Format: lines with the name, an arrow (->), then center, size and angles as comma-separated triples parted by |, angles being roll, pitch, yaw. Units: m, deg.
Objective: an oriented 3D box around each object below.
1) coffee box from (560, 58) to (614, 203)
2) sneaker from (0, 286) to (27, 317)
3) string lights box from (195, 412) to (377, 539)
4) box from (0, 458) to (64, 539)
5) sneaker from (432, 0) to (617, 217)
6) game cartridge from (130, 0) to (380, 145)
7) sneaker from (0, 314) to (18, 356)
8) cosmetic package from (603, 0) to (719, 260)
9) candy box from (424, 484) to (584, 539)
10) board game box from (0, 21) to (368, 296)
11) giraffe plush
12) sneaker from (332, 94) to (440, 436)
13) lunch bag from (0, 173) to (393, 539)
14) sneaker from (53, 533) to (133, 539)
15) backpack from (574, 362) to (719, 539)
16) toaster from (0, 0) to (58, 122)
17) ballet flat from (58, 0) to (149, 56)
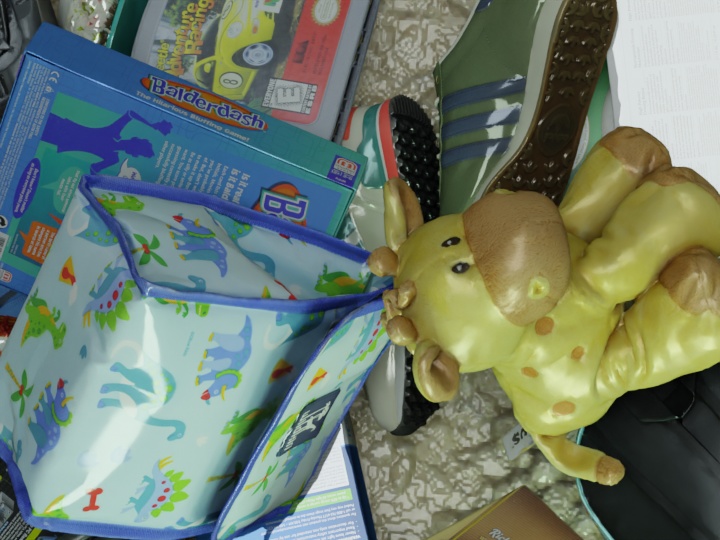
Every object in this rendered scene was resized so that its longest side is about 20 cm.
coffee box -> 0.160, -0.072, 1.747 | 0.199, 0.044, 0.123 | 11, 86, 6
sneaker -> -0.141, -0.036, 1.757 | 0.200, 0.066, 0.078 | -44, 81, 0
string lights box -> -0.037, 0.187, 1.729 | 0.102, 0.059, 0.201 | -12, 84, 3
box -> -0.219, 0.155, 1.689 | 0.160, 0.044, 0.200 | 40, 53, -5
sneaker -> 0.077, -0.088, 1.707 | 0.090, 0.067, 0.201 | 33, 109, 41
game cartridge -> -0.066, -0.125, 1.738 | 0.133, 0.041, 0.201 | 8, 63, 13
sneaker -> -0.158, 0.073, 1.705 | 0.199, 0.073, 0.077 | 10, 102, -34
cosmetic package -> 0.183, -0.102, 1.699 | 0.082, 0.051, 0.201 | -6, 84, 3
candy box -> 0.048, 0.210, 1.631 | 0.200, 0.055, 0.115 | -27, 49, -25
board game box -> -0.114, -0.033, 1.668 | 0.199, 0.045, 0.152 | 23, 120, -2
giraffe plush -> 0.087, 0.009, 1.591 | 0.200, 0.162, 0.173 | -56, 42, 14
sneaker -> 0.000, -0.001, 1.749 | 0.093, 0.070, 0.201 | -6, 85, 27
lunch bag -> -0.083, 0.057, 1.608 | 0.170, 0.199, 0.128 | -60, 42, 26
sneaker -> -0.094, 0.166, 1.659 | 0.199, 0.071, 0.100 | -17, 76, -15
backpack -> 0.222, 0.124, 1.667 | 0.176, 0.153, 0.200 | -44, 83, 6
toaster -> -0.239, -0.152, 1.744 | 0.113, 0.129, 0.201 | -23, 83, 3
ballet flat -> -0.146, -0.189, 1.775 | 0.064, 0.076, 0.201 | 16, 77, 16
